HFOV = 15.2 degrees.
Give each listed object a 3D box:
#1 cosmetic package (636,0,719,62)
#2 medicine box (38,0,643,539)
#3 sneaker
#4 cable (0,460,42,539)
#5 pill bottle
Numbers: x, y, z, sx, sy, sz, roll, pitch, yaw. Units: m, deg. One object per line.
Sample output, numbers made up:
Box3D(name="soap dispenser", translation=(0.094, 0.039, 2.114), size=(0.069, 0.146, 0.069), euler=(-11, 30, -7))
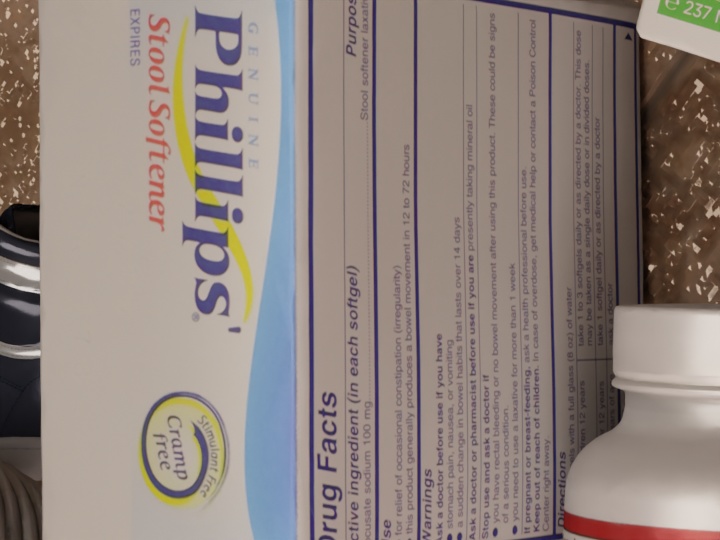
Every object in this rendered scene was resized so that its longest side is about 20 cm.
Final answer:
Box3D(name="cosmetic package", translation=(0.169, -0.150, 0.800), size=(0.108, 0.085, 0.200), euler=(21, 103, 37))
Box3D(name="medicine box", translation=(0.000, 0.000, 0.850), size=(0.103, 0.200, 0.182), euler=(-1, 89, 36))
Box3D(name="sneaker", translation=(-0.162, 0.028, 1.048), size=(0.200, 0.070, 0.109), euler=(0, 94, 29))
Box3D(name="cable", translation=(-0.174, 0.153, 0.935), size=(0.200, 0.069, 0.200), euler=(-48, 33, 16))
Box3D(name="pill bottle", translation=(0.117, 0.110, 0.819), size=(0.112, 0.112, 0.200), euler=(2, 91, 36))
